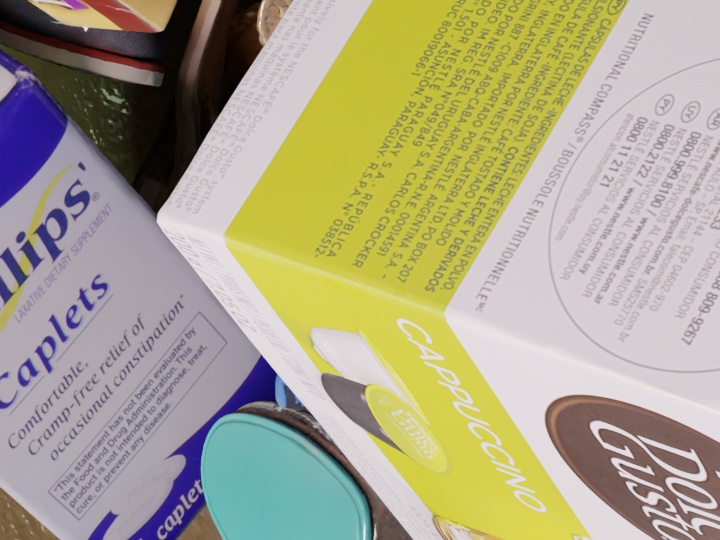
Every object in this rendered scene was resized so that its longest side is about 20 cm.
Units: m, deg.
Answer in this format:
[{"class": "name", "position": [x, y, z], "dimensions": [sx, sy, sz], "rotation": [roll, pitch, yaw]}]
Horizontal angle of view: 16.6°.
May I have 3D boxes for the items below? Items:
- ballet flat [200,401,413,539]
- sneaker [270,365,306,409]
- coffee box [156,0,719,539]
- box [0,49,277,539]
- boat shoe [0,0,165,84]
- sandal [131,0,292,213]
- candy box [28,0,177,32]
[{"class": "ballet flat", "position": [0.021, 0.104, 0.809], "dimensions": [0.200, 0.072, 0.073], "rotation": [35, 137, 48]}, {"class": "sneaker", "position": [0.000, 0.000, 0.737], "dimensions": [0.065, 0.079, 0.200], "rotation": [18, 164, 13]}, {"class": "coffee box", "position": [0.110, -0.014, 0.625], "dimensions": [0.197, 0.201, 0.200], "rotation": [18, 158, 38]}, {"class": "box", "position": [-0.147, -0.010, 0.883], "dimensions": [0.184, 0.105, 0.200], "rotation": [33, 168, 41]}, {"class": "boat shoe", "position": [-0.106, -0.119, 0.891], "dimensions": [0.063, 0.071, 0.200], "rotation": [-66, 23, 14]}, {"class": "sandal", "position": [-0.035, -0.067, 0.930], "dimensions": [0.069, 0.078, 0.212], "rotation": [22, 144, -4]}, {"class": "candy box", "position": [-0.076, -0.189, 0.758], "dimensions": [0.056, 0.201, 0.116], "rotation": [9, 164, 45]}]
